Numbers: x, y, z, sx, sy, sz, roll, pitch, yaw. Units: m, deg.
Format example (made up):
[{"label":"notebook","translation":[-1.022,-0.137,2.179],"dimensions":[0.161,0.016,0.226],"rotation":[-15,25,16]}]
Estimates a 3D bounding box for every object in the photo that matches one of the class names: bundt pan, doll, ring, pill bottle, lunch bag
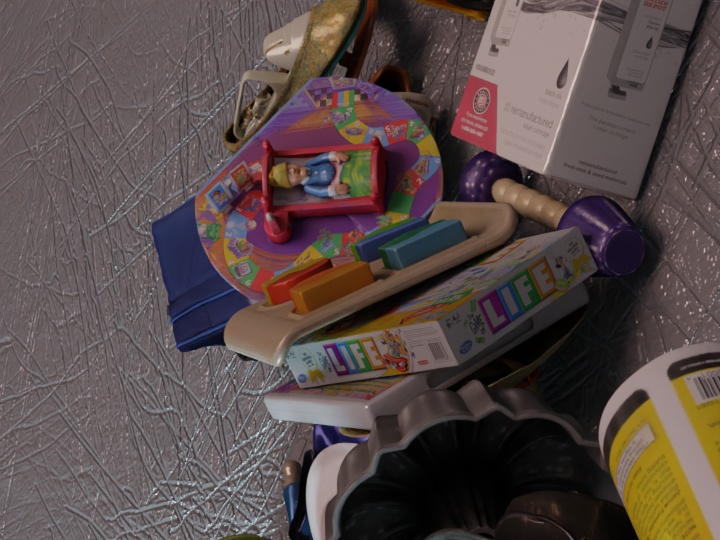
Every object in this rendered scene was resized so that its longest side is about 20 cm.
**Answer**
[{"label":"bundt pan","translation":[0.068,0.156,1.316],"dimensions":[0.203,0.201,0.076],"rotation":[-65,20,19]},{"label":"doll","translation":[-0.025,0.170,1.659],"dimensions":[0.136,0.048,0.202],"rotation":[15,97,54]},{"label":"ring","translation":[-0.034,-0.161,1.806],"dimensions":[0.200,0.019,0.202],"rotation":[-159,90,-76]},{"label":"pill bottle","translation":[0.215,0.146,1.159],"dimensions":[0.115,0.114,0.201],"rotation":[-57,32,30]},{"label":"lunch bag","translation":[-0.084,0.002,1.734],"dimensions":[0.200,0.135,0.133],"rotation":[-29,71,57]}]

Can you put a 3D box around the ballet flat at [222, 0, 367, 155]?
[{"label":"ballet flat","translation":[-0.062,-0.163,1.741],"dimensions":[0.200,0.070,0.071],"rotation":[-57,33,39]}]

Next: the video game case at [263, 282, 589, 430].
[{"label":"video game case","translation":[0.042,0.057,1.459],"dimensions":[0.024,0.181,0.200],"rotation":[63,159,-9]}]

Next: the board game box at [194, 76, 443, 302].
[{"label":"board game box","translation":[-0.035,-0.067,1.601],"dimensions":[0.200,0.039,0.158],"rotation":[-45,65,-8]}]

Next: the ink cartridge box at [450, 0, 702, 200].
[{"label":"ink cartridge box","translation":[0.156,-0.167,1.445],"dimensions":[0.146,0.082,0.201],"rotation":[31,105,61]}]

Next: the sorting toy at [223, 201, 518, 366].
[{"label":"sorting toy","translation":[0.000,0.000,1.481],"dimensions":[0.037,0.199,0.185],"rotation":[63,168,-9]}]

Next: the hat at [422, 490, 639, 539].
[{"label":"hat","translation":[0.135,0.182,1.239],"dimensions":[0.200,0.200,0.081],"rotation":[-21,36,57]}]

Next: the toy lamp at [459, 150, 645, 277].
[{"label":"toy lamp","translation":[0.135,-0.038,1.455],"dimensions":[0.200,0.058,0.059],"rotation":[35,108,63]}]

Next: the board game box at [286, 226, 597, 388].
[{"label":"board game box","translation":[0.050,0.027,1.414],"dimensions":[0.200,0.134,0.034],"rotation":[-13,106,57]}]

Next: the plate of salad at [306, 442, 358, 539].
[{"label":"plate of salad","translation":[0.034,0.207,1.467],"dimensions":[0.200,0.048,0.201],"rotation":[35,140,35]}]

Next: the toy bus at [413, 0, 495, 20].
[{"label":"toy bus","translation":[0.039,-0.270,1.600],"dimensions":[0.192,0.199,0.137],"rotation":[165,117,-67]}]

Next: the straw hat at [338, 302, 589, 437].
[{"label":"straw hat","translation":[0.085,0.102,1.426],"dimensions":[0.201,0.200,0.086],"rotation":[-13,105,59]}]

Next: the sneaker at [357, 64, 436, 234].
[{"label":"sneaker","translation":[0.027,-0.092,1.657],"dimensions":[0.085,0.072,0.201],"rotation":[-59,31,33]}]

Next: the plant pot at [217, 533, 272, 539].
[{"label":"plant pot","translation":[-0.122,0.301,1.621],"dimensions":[0.193,0.199,0.202],"rotation":[-40,44,45]}]
